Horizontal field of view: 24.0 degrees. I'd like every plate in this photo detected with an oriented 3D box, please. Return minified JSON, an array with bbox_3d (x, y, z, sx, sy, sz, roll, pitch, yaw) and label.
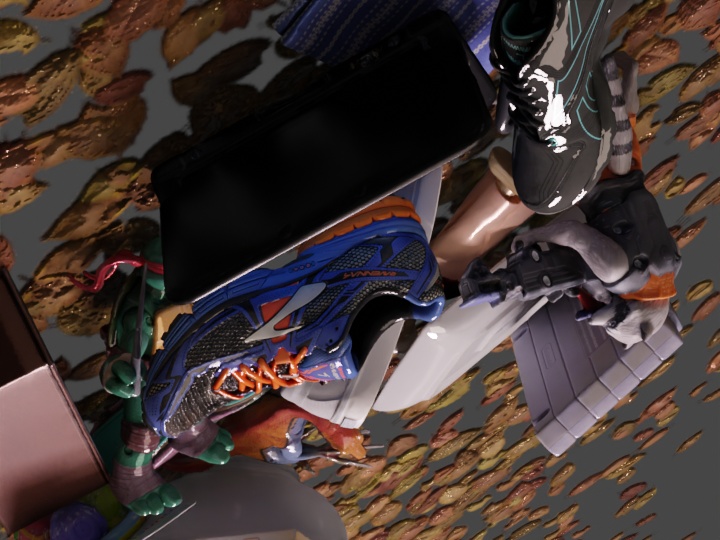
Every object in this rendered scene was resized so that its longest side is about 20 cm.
[{"bbox_3d":[0.106,0.030,1.314,0.200,0.032,0.200,-38,169,-22],"label":"plate"}]

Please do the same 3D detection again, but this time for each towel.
[{"bbox_3d":[0.050,-0.159,0.998,0.145,0.024,0.200,-44,154,16],"label":"towel"}]

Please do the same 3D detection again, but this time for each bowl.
[{"bbox_3d":[-0.096,0.204,1.340,0.200,0.091,0.201,1,153,1],"label":"bowl"}]

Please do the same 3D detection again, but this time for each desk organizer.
[{"bbox_3d":[-0.218,0.088,1.050,0.077,0.072,0.200,-27,154,-11],"label":"desk organizer"}]

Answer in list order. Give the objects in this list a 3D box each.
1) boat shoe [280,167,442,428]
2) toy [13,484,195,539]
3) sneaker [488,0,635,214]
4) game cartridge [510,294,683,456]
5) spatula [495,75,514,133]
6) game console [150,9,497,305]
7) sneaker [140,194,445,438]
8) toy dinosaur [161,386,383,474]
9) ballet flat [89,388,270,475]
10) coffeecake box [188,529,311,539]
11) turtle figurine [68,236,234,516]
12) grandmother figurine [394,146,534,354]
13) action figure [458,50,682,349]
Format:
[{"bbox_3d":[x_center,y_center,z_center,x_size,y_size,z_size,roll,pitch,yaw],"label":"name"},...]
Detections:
[{"bbox_3d":[0.000,0.000,1.109,0.072,0.068,0.201,158,-49,-82],"label":"boat shoe"},{"bbox_3d":[-0.203,0.178,1.170,0.115,0.047,0.200,-37,-172,-25],"label":"toy"},{"bbox_3d":[0.104,-0.119,0.972,0.079,0.075,0.201,-20,131,-33],"label":"sneaker"},{"bbox_3d":[0.176,0.051,1.272,0.129,0.038,0.200,-40,-166,12],"label":"game cartridge"},{"bbox_3d":[0.106,-0.166,1.004,0.056,0.021,0.201,-25,142,-37],"label":"spatula"},{"bbox_3d":[-0.010,-0.048,0.976,0.199,0.117,0.176,-28,157,10],"label":"game console"},{"bbox_3d":[-0.037,0.036,0.965,0.200,0.079,0.075,-35,155,-4],"label":"sneaker"},{"bbox_3d":[-0.056,0.120,1.195,0.199,0.105,0.181,-33,178,-1],"label":"toy dinosaur"},{"bbox_3d":[-0.109,0.079,1.188,0.200,0.069,0.071,-39,173,19],"label":"ballet flat"},{"bbox_3d":[-0.109,0.256,1.263,0.199,0.073,0.154,-9,153,20],"label":"coffeecake box"},{"bbox_3d":[-0.115,0.050,1.066,0.149,0.101,0.201,-22,135,-34],"label":"turtle figurine"},{"bbox_3d":[0.064,-0.007,1.252,0.121,0.061,0.200,15,130,-43],"label":"grandmother figurine"},{"bbox_3d":[0.152,-0.037,1.139,0.199,0.194,0.104,-22,-177,-40],"label":"action figure"}]
